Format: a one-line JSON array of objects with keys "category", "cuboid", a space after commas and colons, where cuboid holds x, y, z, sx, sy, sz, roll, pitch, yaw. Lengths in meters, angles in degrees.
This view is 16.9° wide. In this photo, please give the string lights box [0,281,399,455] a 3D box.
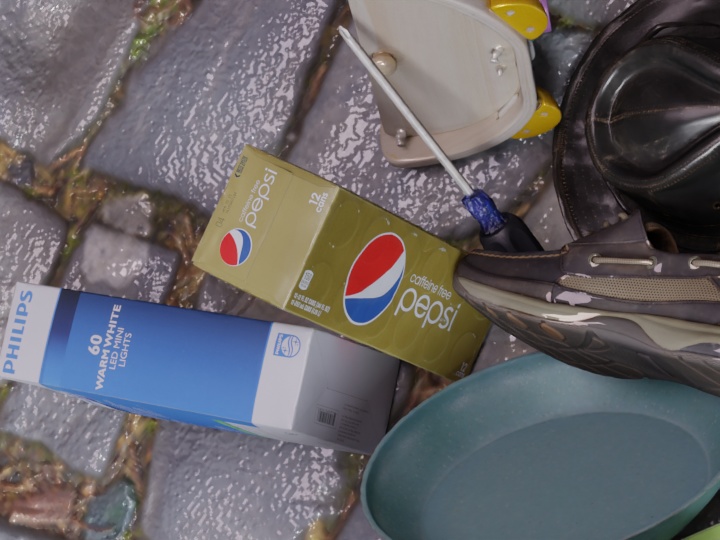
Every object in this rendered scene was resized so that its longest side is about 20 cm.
[{"category": "string lights box", "cuboid": [-0.092, 0.055, 1.351, 0.199, 0.103, 0.059, 8, 82, 30]}]

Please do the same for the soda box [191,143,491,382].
[{"category": "soda box", "cuboid": [0.000, 0.000, 1.257, 0.064, 0.200, 0.068, 25, 90, 31]}]

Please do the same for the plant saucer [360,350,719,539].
[{"category": "plant saucer", "cuboid": [0.100, 0.103, 1.217, 0.199, 0.200, 0.036, -2, 119, 28]}]

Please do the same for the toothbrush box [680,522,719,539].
[{"category": "toothbrush box", "cuboid": [0.186, 0.204, 1.172, 0.200, 0.086, 0.146, -26, 67, 20]}]

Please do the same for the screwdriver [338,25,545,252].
[{"category": "screwdriver", "cuboid": [0.047, -0.050, 1.263, 0.028, 0.200, 0.029, -22, 34, 34]}]

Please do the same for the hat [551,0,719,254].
[{"category": "hat", "cuboid": [0.178, -0.078, 1.248, 0.200, 0.081, 0.201, -8, 73, 26]}]

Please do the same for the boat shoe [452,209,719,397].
[{"category": "boat shoe", "cuboid": [0.140, 0.013, 1.224, 0.199, 0.074, 0.074, 14, 73, 34]}]

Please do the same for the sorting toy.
[{"category": "sorting toy", "cuboid": [0.054, -0.180, 1.302, 0.106, 0.200, 0.181, 0, 65, 9]}]
